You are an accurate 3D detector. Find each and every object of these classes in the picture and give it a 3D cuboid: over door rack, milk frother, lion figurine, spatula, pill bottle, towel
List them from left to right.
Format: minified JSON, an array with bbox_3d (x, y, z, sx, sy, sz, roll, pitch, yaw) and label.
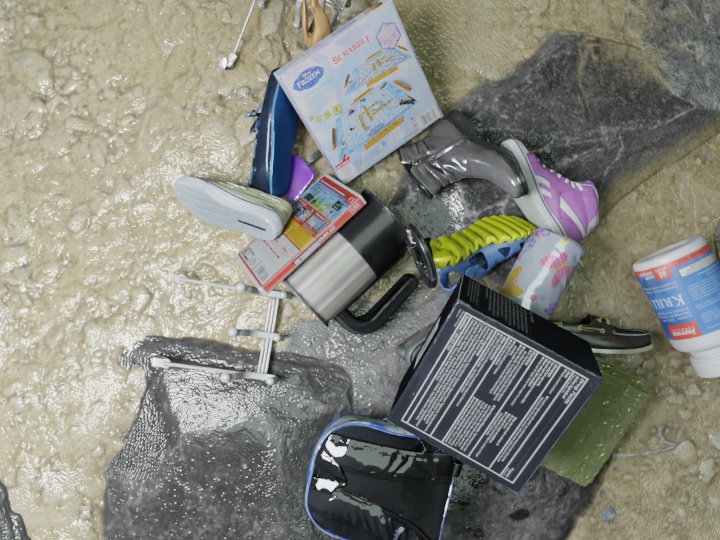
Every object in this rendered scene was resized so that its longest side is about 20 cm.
[{"bbox_3d":[-0.218,0.090,0.878,0.199,0.067,0.148,9,84,-1],"label":"over door rack"},{"bbox_3d":[-0.122,-0.385,0.934,0.147,0.067,0.200,28,99,1],"label":"over door rack"},{"bbox_3d":[-0.062,-0.200,0.936,0.057,0.021,0.200,44,85,7],"label":"spatula"},{"bbox_3d":[-0.024,-0.360,0.889,0.199,0.073,0.123,8,118,-24],"label":"lion figurine"},{"bbox_3d":[0.000,0.000,0.832,0.188,0.200,0.181,-44,88,-4],"label":"milk frother"},{"bbox_3d":[0.339,0.228,0.882,0.148,0.036,0.200,24,101,-5],"label":"towel"},{"bbox_3d":[0.520,0.058,0.885,0.112,0.112,0.200,-25,85,-3],"label":"pill bottle"}]

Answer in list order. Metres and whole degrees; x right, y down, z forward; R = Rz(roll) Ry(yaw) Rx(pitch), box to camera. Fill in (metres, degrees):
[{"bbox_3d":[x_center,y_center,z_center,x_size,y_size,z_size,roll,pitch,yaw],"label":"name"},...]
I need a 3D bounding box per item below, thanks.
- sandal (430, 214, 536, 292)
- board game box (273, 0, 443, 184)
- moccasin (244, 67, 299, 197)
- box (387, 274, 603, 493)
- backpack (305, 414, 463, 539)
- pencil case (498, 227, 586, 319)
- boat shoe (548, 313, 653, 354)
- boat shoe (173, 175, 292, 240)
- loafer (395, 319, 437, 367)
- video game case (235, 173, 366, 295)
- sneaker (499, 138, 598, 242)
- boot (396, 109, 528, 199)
[{"bbox_3d":[0.190,-0.027,0.912,0.199,0.080,0.087,-19,123,-10],"label":"sandal"},{"bbox_3d":[0.003,-0.269,0.878,0.200,0.041,0.200,-35,124,-3],"label":"board game box"},{"bbox_3d":[-0.147,-0.216,0.893,0.068,0.080,0.201,14,98,26],"label":"moccasin"},{"bbox_3d":[0.173,0.148,0.764,0.198,0.123,0.200,29,110,5],"label":"box"},{"bbox_3d":[0.022,0.305,0.833,0.199,0.147,0.184,16,86,-4],"label":"backpack"},{"bbox_3d":[0.257,0.037,0.853,0.091,0.083,0.200,27,90,-19],"label":"pencil case"},{"bbox_3d":[0.357,0.099,0.897,0.201,0.072,0.061,-1,89,1],"label":"boat shoe"},{"bbox_3d":[-0.201,-0.104,0.902,0.200,0.072,0.062,23,46,15],"label":"boat shoe"},{"bbox_3d":[0.146,0.089,0.897,0.200,0.063,0.072,-24,113,-18],"label":"loafer"},{"bbox_3d":[-0.096,-0.061,0.873,0.200,0.143,0.017,-43,124,-4],"label":"video game case"},{"bbox_3d":[0.309,-0.138,0.922,0.114,0.073,0.201,-32,97,-7],"label":"sneaker"},{"bbox_3d":[0.156,-0.152,0.902,0.132,0.070,0.200,-38,59,-3],"label":"boot"}]
